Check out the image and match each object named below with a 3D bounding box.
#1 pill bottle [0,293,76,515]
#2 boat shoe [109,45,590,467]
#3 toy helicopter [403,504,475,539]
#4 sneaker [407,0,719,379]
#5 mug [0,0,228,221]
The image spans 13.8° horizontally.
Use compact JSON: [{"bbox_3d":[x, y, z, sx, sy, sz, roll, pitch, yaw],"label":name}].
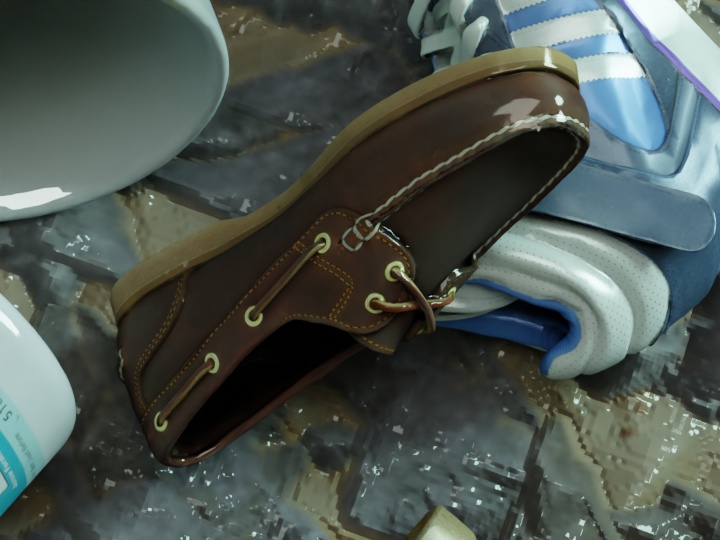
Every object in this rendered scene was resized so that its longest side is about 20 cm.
[{"bbox_3d":[-0.194,0.084,0.976,0.111,0.111,0.200,37,69,10],"label":"pill bottle"},{"bbox_3d":[0.000,0.000,1.008,0.200,0.070,0.071,-34,53,28],"label":"boat shoe"},{"bbox_3d":[-0.011,0.141,0.960,0.079,0.132,0.200,36,46,1],"label":"toy helicopter"},{"bbox_3d":[0.045,-0.054,1.069,0.200,0.081,0.146,44,67,7],"label":"sneaker"},{"bbox_3d":[-0.135,-0.129,1.039,0.149,0.187,0.154,-14,61,0],"label":"mug"}]
